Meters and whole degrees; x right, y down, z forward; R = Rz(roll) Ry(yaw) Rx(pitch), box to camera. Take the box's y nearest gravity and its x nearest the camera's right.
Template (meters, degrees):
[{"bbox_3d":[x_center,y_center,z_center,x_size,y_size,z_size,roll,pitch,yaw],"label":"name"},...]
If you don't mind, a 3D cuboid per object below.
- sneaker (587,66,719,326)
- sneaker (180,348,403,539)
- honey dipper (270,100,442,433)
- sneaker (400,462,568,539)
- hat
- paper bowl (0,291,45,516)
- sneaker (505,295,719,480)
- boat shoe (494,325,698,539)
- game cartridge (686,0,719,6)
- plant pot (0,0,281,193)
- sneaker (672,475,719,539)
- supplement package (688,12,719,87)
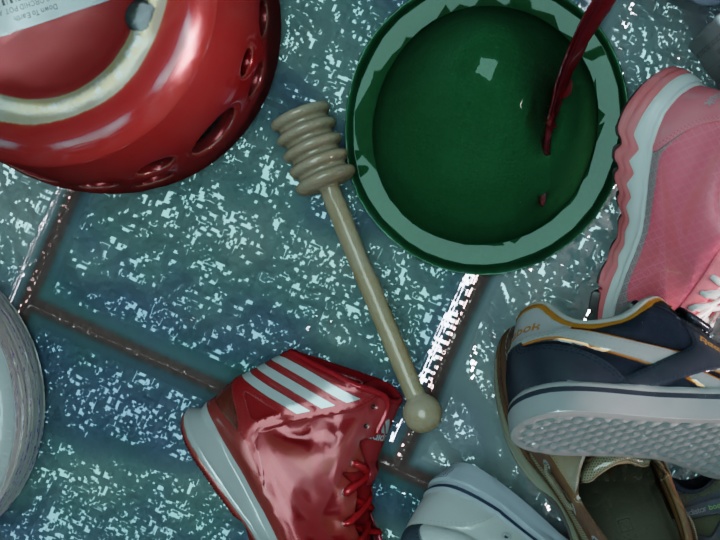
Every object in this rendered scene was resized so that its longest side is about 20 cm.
[{"bbox_3d":[0.179,-0.005,0.916,0.087,0.074,0.200,24,125,41],"label":"sneaker"},{"bbox_3d":[-0.005,0.133,0.976,0.116,0.078,0.200,-37,89,7],"label":"sneaker"},{"bbox_3d":[0.000,0.000,0.978,0.038,0.038,0.200,-22,82,6],"label":"honey dipper"},{"bbox_3d":[0.108,0.195,0.960,0.200,0.073,0.071,35,57,12],"label":"sneaker"},{"bbox_3d":[0.067,-0.094,0.908,0.166,0.176,0.200,12,93,5],"label":"hat"},{"bbox_3d":[-0.294,0.082,0.991,0.200,0.104,0.201,0,93,6],"label":"paper bowl"},{"bbox_3d":[0.171,0.059,0.888,0.200,0.078,0.079,11,56,-19],"label":"sneaker"},{"bbox_3d":[0.135,0.106,0.933,0.076,0.072,0.200,-19,63,-16],"label":"boat shoe"},{"bbox_3d":[0.233,-0.222,0.909,0.200,0.133,0.042,-45,109,6],"label":"game cartridge"},{"bbox_3d":[-0.153,-0.140,0.931,0.200,0.182,0.201,0,94,6],"label":"plant pot"},{"bbox_3d":[0.253,0.106,0.952,0.200,0.074,0.081,-31,86,4],"label":"sneaker"},{"bbox_3d":[0.298,-0.092,0.897,0.151,0.152,0.200,-37,88,6],"label":"supplement package"}]
